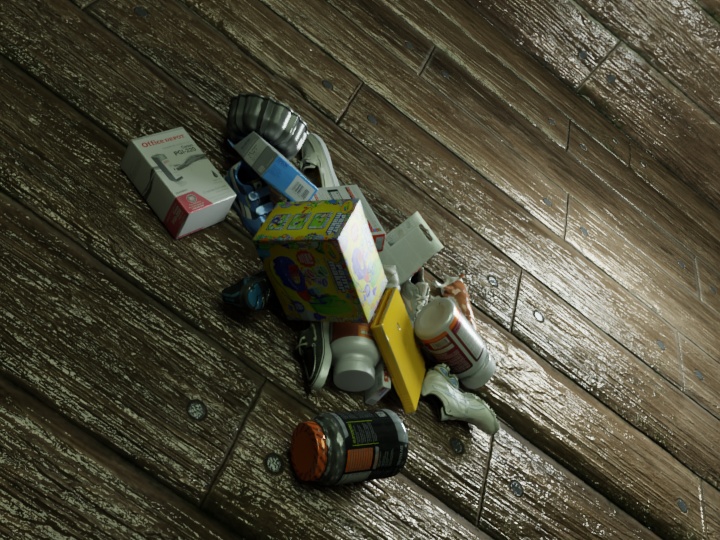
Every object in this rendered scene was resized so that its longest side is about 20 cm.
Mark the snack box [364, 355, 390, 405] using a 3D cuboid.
[{"bbox_3d":[0.034,0.175,1.477,0.024,0.072,0.204,21,44,-21],"label":"snack box"}]

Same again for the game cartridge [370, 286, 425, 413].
[{"bbox_3d":[0.083,0.162,1.469,0.177,0.032,0.205,-60,133,-63],"label":"game cartridge"}]

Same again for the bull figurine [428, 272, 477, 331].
[{"bbox_3d":[0.227,0.082,1.726,0.118,0.066,0.204,7,49,-30],"label":"bull figurine"}]

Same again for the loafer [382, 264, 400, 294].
[{"bbox_3d":[0.000,0.000,1.529,0.195,0.075,0.072,15,75,-29],"label":"loafer"}]

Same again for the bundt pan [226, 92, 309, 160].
[{"bbox_3d":[-0.221,-0.316,1.623,0.198,0.201,0.078,25,70,-19],"label":"bundt pan"}]

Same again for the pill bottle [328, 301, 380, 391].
[{"bbox_3d":[-0.011,0.134,1.439,0.110,0.112,0.205,20,49,-24],"label":"pill bottle"}]

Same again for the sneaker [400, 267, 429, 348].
[{"bbox_3d":[0.126,0.077,1.623,0.074,0.092,0.204,13,49,-31],"label":"sneaker"}]

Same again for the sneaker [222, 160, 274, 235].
[{"bbox_3d":[-0.229,-0.150,1.541,0.201,0.082,0.073,51,39,7],"label":"sneaker"}]

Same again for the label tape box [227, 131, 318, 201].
[{"bbox_3d":[-0.196,-0.235,1.568,0.143,0.066,0.200,37,8,-45],"label":"label tape box"}]

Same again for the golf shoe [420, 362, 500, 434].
[{"bbox_3d":[0.208,0.301,1.526,0.199,0.079,0.097,40,58,5],"label":"golf shoe"}]

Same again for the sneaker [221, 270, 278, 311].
[{"bbox_3d":[-0.196,0.028,1.410,0.199,0.080,0.076,-20,108,-62],"label":"sneaker"}]

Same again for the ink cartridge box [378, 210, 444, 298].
[{"bbox_3d":[0.082,-0.030,1.614,0.198,0.050,0.110,-38,85,-6],"label":"ink cartridge box"}]

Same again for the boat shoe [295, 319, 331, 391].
[{"bbox_3d":[-0.099,0.149,1.398,0.062,0.071,0.203,22,36,-22],"label":"boat shoe"}]

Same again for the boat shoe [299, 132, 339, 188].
[{"bbox_3d":[-0.115,-0.257,1.744,0.069,0.071,0.205,-1,62,-42],"label":"boat shoe"}]

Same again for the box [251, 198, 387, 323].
[{"bbox_3d":[-0.073,-0.018,1.358,0.123,0.187,0.204,-61,141,-43],"label":"box"}]

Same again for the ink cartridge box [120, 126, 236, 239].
[{"bbox_3d":[-0.373,-0.184,1.452,0.201,0.085,0.145,49,40,10],"label":"ink cartridge box"}]

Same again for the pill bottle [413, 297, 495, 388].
[{"bbox_3d":[0.213,0.165,1.567,0.201,0.108,0.111,49,34,-27],"label":"pill bottle"}]

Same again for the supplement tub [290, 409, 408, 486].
[{"bbox_3d":[-0.020,0.316,1.268,0.196,0.123,0.125,5,51,-36],"label":"supplement tub"}]

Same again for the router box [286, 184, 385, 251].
[{"bbox_3d":[-0.059,-0.114,1.594,0.174,0.050,0.202,-7,42,-20],"label":"router box"}]
